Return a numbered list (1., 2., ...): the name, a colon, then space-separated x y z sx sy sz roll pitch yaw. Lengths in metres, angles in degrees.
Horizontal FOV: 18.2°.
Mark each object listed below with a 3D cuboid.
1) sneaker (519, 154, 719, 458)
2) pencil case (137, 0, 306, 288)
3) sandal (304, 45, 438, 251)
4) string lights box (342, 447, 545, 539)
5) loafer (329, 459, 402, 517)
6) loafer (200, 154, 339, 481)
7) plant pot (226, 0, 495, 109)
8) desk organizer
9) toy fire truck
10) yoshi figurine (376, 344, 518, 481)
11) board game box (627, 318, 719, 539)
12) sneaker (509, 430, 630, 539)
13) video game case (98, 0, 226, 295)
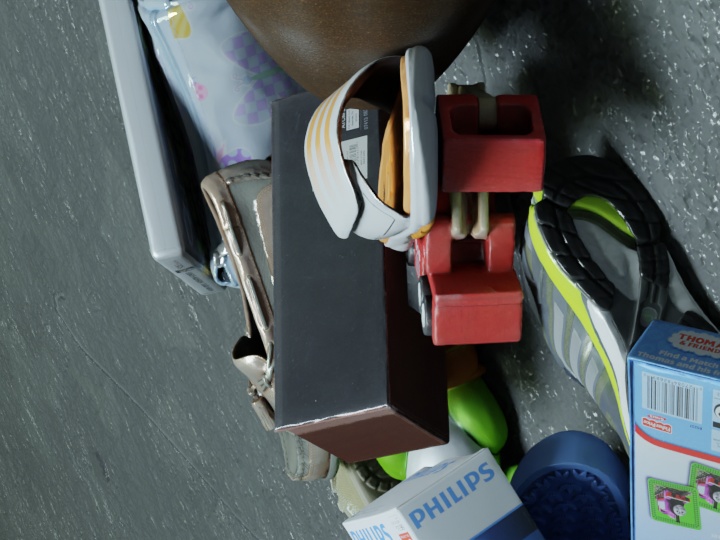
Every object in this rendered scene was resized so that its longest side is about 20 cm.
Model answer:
1. sneaker: 0.136 0.044 1.105 0.081 0.074 0.200 119 131 -68
2. pencil case: -0.074 -0.089 1.371 0.083 0.091 0.201 22 131 57
3. sandal: 0.002 -0.047 1.083 0.207 0.059 0.079 106 163 -77
4. string lights box: 0.079 0.190 1.109 0.200 0.059 0.103 57 162 1
5. loafer: 0.013 0.125 1.407 0.068 0.076 0.201 3 115 57
6. loafer: -0.055 0.031 1.332 0.072 0.063 0.201 -158 59 -67
7. plant pot: 0.002 -0.166 1.077 0.187 0.187 0.200 55 167 23
8. desk organizer: 0.000 0.000 1.254 0.077 0.072 0.201 34 -132 -54
9. toy fire truck: 0.054 -0.041 1.127 0.200 0.049 0.141 -100 9 -66
10. yoshi figurine: 0.058 0.144 1.301 0.112 0.112 0.200 -3 112 57
11. board game box: 0.195 0.126 1.005 0.151 0.037 0.200 13 128 24
12. sneaker: 0.109 0.126 1.182 0.200 0.070 0.078 87 -170 -55
13. video game case: -0.125 -0.092 1.413 0.182 0.023 0.201 54 -156 -81
